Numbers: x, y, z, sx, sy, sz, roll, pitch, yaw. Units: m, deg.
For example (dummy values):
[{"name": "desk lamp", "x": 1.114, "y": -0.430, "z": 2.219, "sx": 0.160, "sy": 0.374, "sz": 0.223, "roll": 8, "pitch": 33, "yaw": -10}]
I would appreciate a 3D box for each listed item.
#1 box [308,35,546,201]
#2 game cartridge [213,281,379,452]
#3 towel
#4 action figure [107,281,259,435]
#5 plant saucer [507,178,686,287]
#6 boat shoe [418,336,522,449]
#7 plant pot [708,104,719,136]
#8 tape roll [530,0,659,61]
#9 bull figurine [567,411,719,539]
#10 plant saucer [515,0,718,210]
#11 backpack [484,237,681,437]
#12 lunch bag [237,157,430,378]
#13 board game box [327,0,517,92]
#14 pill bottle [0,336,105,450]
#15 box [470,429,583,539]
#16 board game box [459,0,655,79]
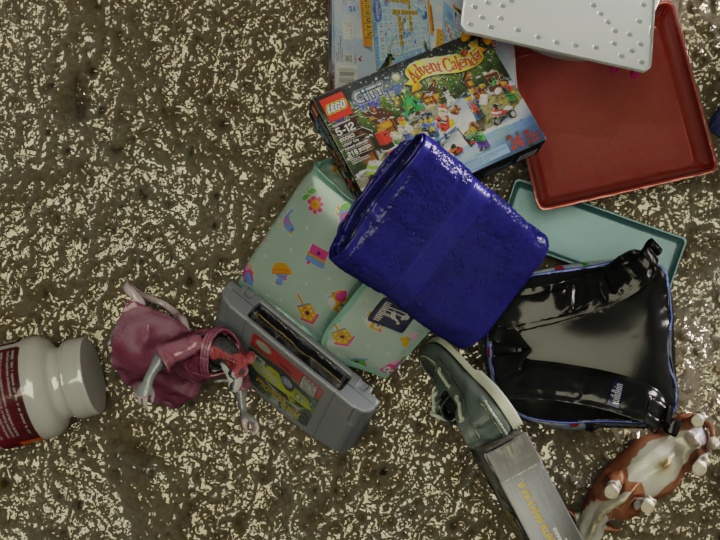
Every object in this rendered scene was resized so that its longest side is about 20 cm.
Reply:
[{"name": "box", "x": 0.066, "y": -0.144, "z": 1.211, "sx": 0.199, "sy": 0.038, "sz": 0.137, "roll": -25, "pitch": 78, "yaw": -16}, {"name": "game cartridge", "x": -0.075, "y": 0.107, "z": 1.283, "sx": 0.200, "sy": 0.133, "sz": 0.041, "roll": 38, "pitch": 63, "yaw": 9}, {"name": "towel", "x": 0.076, "y": -0.026, "z": 1.170, "sx": 0.200, "sy": 0.050, "sz": 0.148, "roll": 35, "pitch": 96, "yaw": -32}, {"name": "action figure", "x": -0.170, "y": 0.089, "z": 1.274, "sx": 0.134, "sy": 0.199, "sz": 0.150, "roll": 27, "pitch": 65, "yaw": -39}, {"name": "plant saucer", "x": 0.253, "y": -0.035, "z": 1.334, "sx": 0.199, "sy": 0.019, "sz": 0.070, "roll": 20, "pitch": 87, "yaw": 3}, {"name": "boat shoe", "x": 0.095, "y": 0.126, "z": 1.244, "sx": 0.062, "sy": 0.200, "sz": 0.073, "roll": -38, "pitch": 114, "yaw": -7}, {"name": "plant pot", "x": 0.506, "y": -0.195, "z": 1.248, "sx": 0.199, "sy": 0.200, "sz": 0.180, "roll": 30, "pitch": 82, "yaw": 5}, {"name": "tape roll", "x": 0.225, "y": -0.319, "z": 1.302, "sx": 0.201, "sy": 0.037, "sz": 0.204, "roll": 4, "pitch": 66, "yaw": -8}, {"name": "bull figurine", "x": 0.295, "y": 0.219, "z": 1.269, "sx": 0.200, "sy": 0.121, "sz": 0.065, "roll": -42, "pitch": 84, "yaw": -6}, {"name": "plant saucer", "x": 0.267, "y": -0.177, "z": 1.325, "sx": 0.198, "sy": 0.037, "sz": 0.201, "roll": -13, "pitch": 80, "yaw": 2}, {"name": "backpack", "x": 0.223, "y": 0.079, "z": 1.262, "sx": 0.189, "sy": 0.154, "sz": 0.201, "roll": -1, "pitch": 77, "yaw": -3}, {"name": "lunch bag", "x": 0.000, "y": 0.000, "z": 1.270, "sx": 0.200, "sy": 0.122, "sz": 0.171, "roll": 39, "pitch": 115, "yaw": 4}, {"name": "board game box", "x": 0.064, "y": -0.255, "z": 1.293, "sx": 0.198, "sy": 0.041, "sz": 0.201, "roll": 3, "pitch": 69, "yaw": -8}, {"name": "pill bottle", "x": -0.383, "y": 0.136, "z": 1.304, "sx": 0.199, "sy": 0.113, "sz": 0.114, "roll": -13, "pitch": 86, "yaw": 2}, {"name": "box", "x": 0.172, "y": 0.239, "z": 1.227, "sx": 0.048, "sy": 0.200, "sz": 0.159, "roll": -28, "pitch": 86, "yaw": -2}, {"name": "board game box", "x": 0.208, "y": -0.305, "z": 1.259, "sx": 0.199, "sy": 0.026, "sz": 0.201, "roll": 11, "pitch": 65, "yaw": -5}]
